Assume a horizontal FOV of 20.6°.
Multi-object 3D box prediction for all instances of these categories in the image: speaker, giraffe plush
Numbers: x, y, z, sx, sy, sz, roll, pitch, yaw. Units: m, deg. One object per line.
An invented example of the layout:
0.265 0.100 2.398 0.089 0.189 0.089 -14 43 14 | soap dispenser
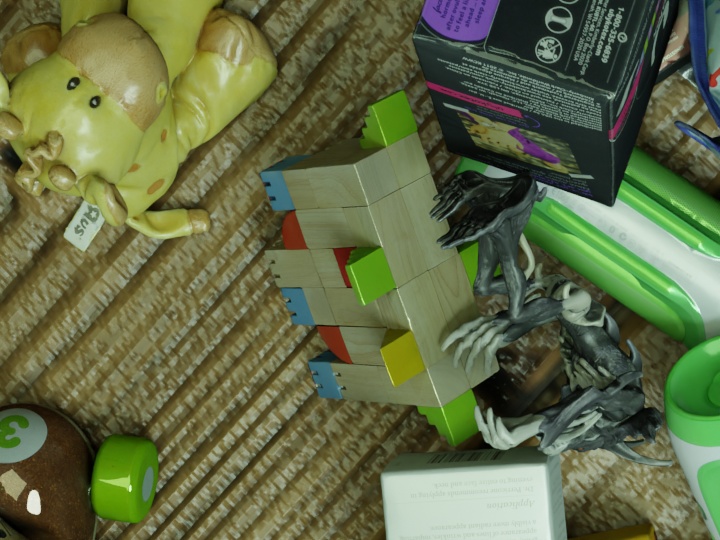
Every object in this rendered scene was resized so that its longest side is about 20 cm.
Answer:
0.237 0.133 1.124 0.088 0.089 0.201 -20 121 11 | speaker
-0.159 -0.102 1.189 0.171 0.162 0.202 18 96 9 | giraffe plush
0.156 -0.028 1.164 0.199 0.088 0.089 35 99 7 | speaker

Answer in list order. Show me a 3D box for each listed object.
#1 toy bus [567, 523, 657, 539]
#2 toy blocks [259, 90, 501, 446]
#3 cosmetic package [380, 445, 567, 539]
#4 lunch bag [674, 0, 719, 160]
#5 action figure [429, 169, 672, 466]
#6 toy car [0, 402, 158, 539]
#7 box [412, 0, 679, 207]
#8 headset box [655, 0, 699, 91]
0.128 0.205 1.203 0.198 0.065 0.079 -13 89 12 | toy bus
0.000 0.000 1.189 0.136 0.099 0.202 0 114 54 | toy blocks
0.073 0.207 1.145 0.101 0.074 0.202 -4 93 12 | cosmetic package
0.260 -0.076 1.046 0.169 0.201 0.127 33 131 -29 | lunch bag
0.097 0.043 1.098 0.101 0.119 0.201 -30 113 -1 | action figure
-0.231 0.169 1.202 0.162 0.200 0.160 7 95 10 | toy car
0.103 -0.127 1.030 0.105 0.200 0.123 19 81 11 | box
0.167 -0.202 1.163 0.148 0.077 0.201 -34 88 12 | headset box
